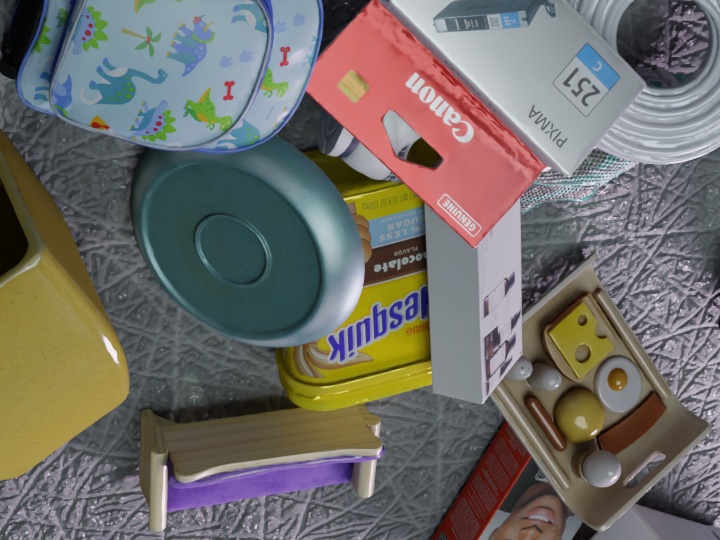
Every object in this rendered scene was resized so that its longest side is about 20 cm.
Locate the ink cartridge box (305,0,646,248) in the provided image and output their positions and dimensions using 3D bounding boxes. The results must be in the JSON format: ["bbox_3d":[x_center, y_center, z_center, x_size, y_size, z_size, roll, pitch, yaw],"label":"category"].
[{"bbox_3d":[0.083,-0.137,1.508,0.200,0.045,0.176,41,89,-23],"label":"ink cartridge box"}]

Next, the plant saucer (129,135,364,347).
[{"bbox_3d":[-0.092,-0.021,1.566,0.199,0.027,0.201,15,127,20],"label":"plant saucer"}]

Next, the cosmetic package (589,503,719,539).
[{"bbox_3d":[0.265,0.339,1.957,0.200,0.123,0.200,-49,143,15],"label":"cosmetic package"}]

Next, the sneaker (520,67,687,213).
[{"bbox_3d":[0.192,-0.102,1.693,0.199,0.078,0.091,-14,143,-8],"label":"sneaker"}]

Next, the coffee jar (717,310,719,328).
[{"bbox_3d":[0.419,0.016,1.850,0.199,0.085,0.105,-8,129,-19],"label":"coffee jar"}]

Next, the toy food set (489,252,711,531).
[{"bbox_3d":[0.200,0.104,1.781,0.143,0.060,0.200,-40,109,-15],"label":"toy food set"}]

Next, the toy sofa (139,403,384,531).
[{"bbox_3d":[-0.083,0.164,1.738,0.199,0.098,0.083,-7,125,-19],"label":"toy sofa"}]

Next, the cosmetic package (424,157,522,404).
[{"bbox_3d":[0.092,-0.002,1.642,0.050,0.083,0.201,11,124,24],"label":"cosmetic package"}]

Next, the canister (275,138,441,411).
[{"bbox_3d":[0.000,0.000,1.665,0.148,0.087,0.201,-14,126,-14],"label":"canister"}]

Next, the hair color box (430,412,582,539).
[{"bbox_3d":[0.156,0.202,1.887,0.101,0.061,0.201,15,117,-31],"label":"hair color box"}]

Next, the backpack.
[{"bbox_3d":[-0.128,-0.170,1.441,0.199,0.147,0.184,13,118,-23],"label":"backpack"}]

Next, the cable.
[{"bbox_3d":[0.232,-0.180,1.596,0.199,0.069,0.200,-33,102,1],"label":"cable"}]

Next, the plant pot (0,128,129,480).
[{"bbox_3d":[-0.277,0.038,1.516,0.195,0.194,0.200,-36,135,5],"label":"plant pot"}]

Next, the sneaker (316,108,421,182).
[{"bbox_3d":[0.043,-0.164,1.557,0.080,0.076,0.201,24,103,-21],"label":"sneaker"}]
